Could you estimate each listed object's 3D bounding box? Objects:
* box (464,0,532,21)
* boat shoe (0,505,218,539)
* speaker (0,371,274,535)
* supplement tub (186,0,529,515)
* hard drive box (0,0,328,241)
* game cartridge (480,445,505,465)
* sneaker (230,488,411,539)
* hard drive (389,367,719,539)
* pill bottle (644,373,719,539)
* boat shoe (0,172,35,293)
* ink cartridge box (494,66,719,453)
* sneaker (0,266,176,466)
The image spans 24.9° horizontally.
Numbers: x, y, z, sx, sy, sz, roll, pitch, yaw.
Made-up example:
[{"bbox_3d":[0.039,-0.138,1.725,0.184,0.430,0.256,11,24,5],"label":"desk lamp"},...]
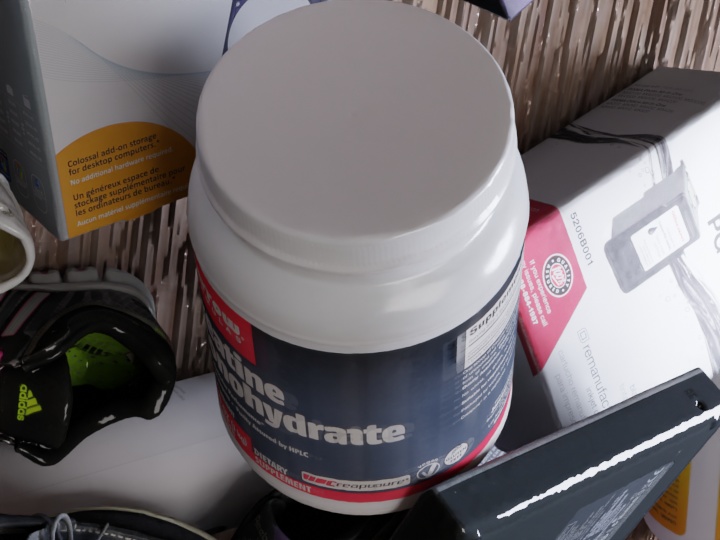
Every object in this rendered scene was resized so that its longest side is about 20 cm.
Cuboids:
[{"bbox_3d":[0.062,-0.242,0.755,0.141,0.079,0.201,-44,132,-13],"label":"box"},{"bbox_3d":[-0.141,0.137,0.699,0.198,0.062,0.075,11,89,-26],"label":"boat shoe"},{"bbox_3d":[-0.131,0.105,0.793,0.198,0.081,0.082,-13,121,-32],"label":"speaker"},{"bbox_3d":[0.000,0.000,0.696,0.140,0.140,0.201,-31,148,-20],"label":"supplement tub"},{"bbox_3d":[-0.090,-0.136,0.697,0.155,0.077,0.202,-22,125,-27],"label":"hard drive box"},{"bbox_3d":[0.057,0.126,0.975,0.200,0.041,0.133,-49,137,-5],"label":"game cartridge"},{"bbox_3d":[-0.051,0.144,0.787,0.199,0.076,0.088,-38,149,-4],"label":"sneaker"},{"bbox_3d":[0.082,0.126,0.800,0.199,0.033,0.140,-18,149,-41],"label":"hard drive"},{"bbox_3d":[0.237,0.118,1.053,0.110,0.111,0.202,-20,124,-27],"label":"pill bottle"},{"bbox_3d":[-0.209,-0.014,0.610,0.201,0.086,0.075,9,118,-46],"label":"boat shoe"},{"bbox_3d":[0.146,-0.005,0.909,0.199,0.083,0.146,-32,113,-24],"label":"ink cartridge box"},{"bbox_3d":[-0.167,0.046,0.728,0.198,0.087,0.074,-6,117,-34],"label":"sneaker"}]
